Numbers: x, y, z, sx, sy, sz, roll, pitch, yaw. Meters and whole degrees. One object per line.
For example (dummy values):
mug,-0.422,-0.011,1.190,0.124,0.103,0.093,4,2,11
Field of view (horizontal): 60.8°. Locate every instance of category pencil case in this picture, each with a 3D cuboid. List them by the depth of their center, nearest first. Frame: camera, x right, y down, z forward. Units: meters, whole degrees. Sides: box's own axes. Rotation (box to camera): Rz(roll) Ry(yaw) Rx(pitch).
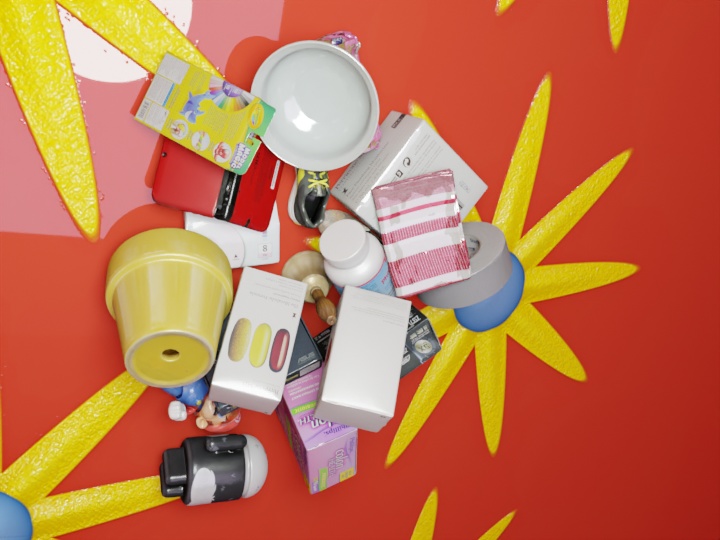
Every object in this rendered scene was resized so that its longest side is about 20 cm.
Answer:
pencil case,-0.025,-0.298,1.046,0.083,0.086,0.201,-38,125,-34

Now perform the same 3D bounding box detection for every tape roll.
tape roll,0.191,-0.014,1.196,0.199,0.200,0.067,-31,120,-12

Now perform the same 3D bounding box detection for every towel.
towel,0.108,-0.061,1.053,0.143,0.023,0.202,-15,105,-5

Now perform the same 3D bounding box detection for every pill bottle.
pill bottle,0.000,0.000,1.089,0.109,0.109,0.200,-40,144,-7

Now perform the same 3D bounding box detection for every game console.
game console,-0.221,-0.182,1.008,0.172,0.118,0.202,16,88,-61

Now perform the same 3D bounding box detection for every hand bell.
hand bell,-0.075,0.046,1.081,0.103,0.200,0.105,-5,112,-14

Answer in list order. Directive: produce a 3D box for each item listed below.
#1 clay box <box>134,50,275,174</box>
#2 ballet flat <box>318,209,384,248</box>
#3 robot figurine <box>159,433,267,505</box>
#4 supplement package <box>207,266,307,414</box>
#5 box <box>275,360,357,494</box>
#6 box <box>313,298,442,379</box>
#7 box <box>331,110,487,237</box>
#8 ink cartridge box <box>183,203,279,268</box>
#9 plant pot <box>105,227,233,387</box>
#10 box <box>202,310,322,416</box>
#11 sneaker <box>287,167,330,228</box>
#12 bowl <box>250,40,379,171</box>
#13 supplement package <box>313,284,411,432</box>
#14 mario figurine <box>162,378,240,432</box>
clay box,-0.226,-0.231,0.921,0.199,0.048,0.116,29,94,10
ballet flat,0.007,-0.056,1.157,0.199,0.067,0.069,30,78,-38
robot figurine,-0.276,0.375,1.168,0.198,0.150,0.126,3,79,-26
supplement package,-0.167,0.116,1.002,0.113,0.110,0.202,15,63,-10
box,-0.090,0.275,1.143,0.096,0.201,0.177,-19,141,-18
box,0.029,0.144,1.200,0.199,0.164,0.087,-33,121,-12
box,0.089,-0.148,1.132,0.200,0.131,0.200,37,92,-31
ink cartridge box,-0.221,-0.103,1.048,0.161,0.057,0.202,-7,117,-23
plant pot,-0.296,0.068,0.959,0.199,0.190,0.202,-9,133,-10
box,-0.189,0.139,1.088,0.199,0.158,0.051,-23,156,-17
sneaker,-0.078,-0.167,1.069,0.074,0.085,0.202,-6,114,-26
bowl,-0.067,-0.267,0.969,0.199,0.091,0.203,3,122,5
supplement package,0.002,0.149,1.028,0.119,0.121,0.202,14,62,-5
mario figurine,-0.283,0.220,1.112,0.123,0.106,0.200,-44,121,-6
